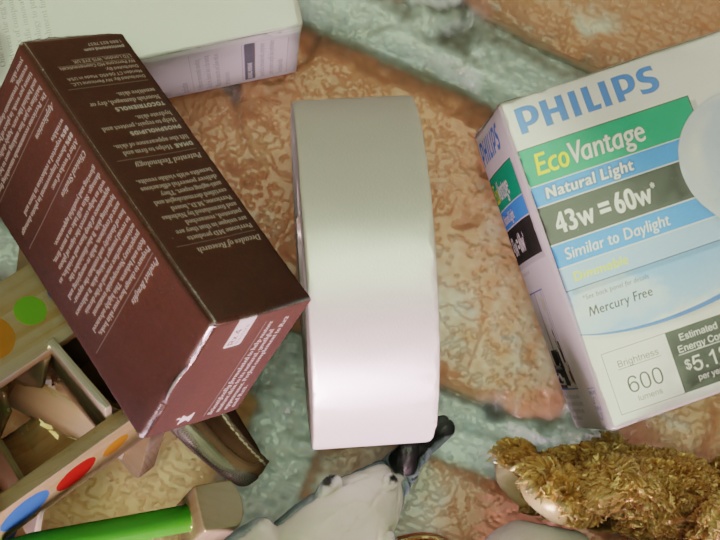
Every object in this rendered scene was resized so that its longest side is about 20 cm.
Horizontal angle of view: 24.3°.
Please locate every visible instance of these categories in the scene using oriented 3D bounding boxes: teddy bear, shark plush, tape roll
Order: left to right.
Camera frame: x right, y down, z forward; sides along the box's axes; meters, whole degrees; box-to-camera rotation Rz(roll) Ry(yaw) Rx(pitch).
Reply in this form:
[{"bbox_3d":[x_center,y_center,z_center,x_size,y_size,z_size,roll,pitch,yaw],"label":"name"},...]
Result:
[{"bbox_3d":[-0.025,0.145,0.976,0.091,0.083,0.200,41,67,-9],"label":"shark plush"},{"bbox_3d":[0.000,0.000,0.955,0.071,0.202,0.203,-4,84,-3],"label":"tape roll"},{"bbox_3d":[0.173,0.127,0.981,0.200,0.145,0.067,11,88,3],"label":"teddy bear"}]

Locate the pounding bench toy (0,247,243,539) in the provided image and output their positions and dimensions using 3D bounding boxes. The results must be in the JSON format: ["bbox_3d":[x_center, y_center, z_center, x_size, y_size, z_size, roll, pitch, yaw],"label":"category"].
[{"bbox_3d":[-0.182,0.110,0.929,0.156,0.124,0.200,-36,75,-30],"label":"pounding bench toy"}]

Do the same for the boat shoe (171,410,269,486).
[{"bbox_3d":[-0.114,0.040,1.009,0.072,0.076,0.200,-37,89,-8],"label":"boat shoe"}]

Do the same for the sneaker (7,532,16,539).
[{"bbox_3d":[-0.163,0.232,0.981,0.200,0.081,0.147,27,88,6],"label":"sneaker"}]

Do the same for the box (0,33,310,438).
[{"bbox_3d":[-0.122,-0.023,0.893,0.075,0.100,0.200,-12,59,-43],"label":"box"}]

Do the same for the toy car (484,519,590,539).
[{"bbox_3d":[0.145,0.242,0.946,0.200,0.150,0.175,15,84,-26],"label":"toy car"}]

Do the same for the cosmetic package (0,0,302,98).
[{"bbox_3d":[-0.153,-0.206,1.007,0.200,0.123,0.200,-12,85,-5],"label":"cosmetic package"}]

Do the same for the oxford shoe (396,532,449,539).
[{"bbox_3d":[-0.029,0.207,0.994,0.200,0.073,0.071,-23,86,-5],"label":"oxford shoe"}]

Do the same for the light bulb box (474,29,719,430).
[{"bbox_3d":[0.196,-0.029,1.005,0.198,0.125,0.200,-19,86,-5],"label":"light bulb box"}]
